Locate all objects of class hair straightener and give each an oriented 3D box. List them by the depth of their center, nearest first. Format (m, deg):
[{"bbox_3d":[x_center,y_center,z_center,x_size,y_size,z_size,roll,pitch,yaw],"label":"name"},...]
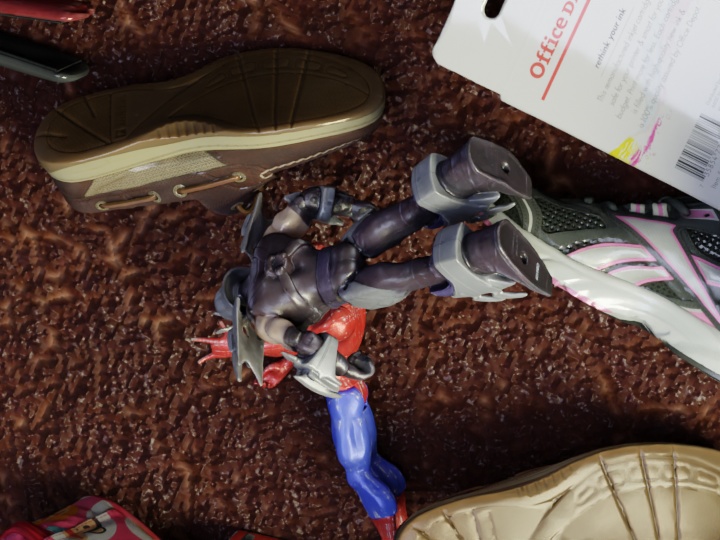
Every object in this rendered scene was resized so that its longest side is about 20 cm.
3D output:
[{"bbox_3d":[-0.248,-0.129,1.663,0.200,0.041,0.077,9,109,14],"label":"hair straightener"}]

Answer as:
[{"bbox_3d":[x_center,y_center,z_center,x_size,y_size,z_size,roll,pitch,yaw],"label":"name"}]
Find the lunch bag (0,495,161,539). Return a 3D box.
[{"bbox_3d":[-0.138,0.248,1.694,0.200,0.082,0.176,35,126,34],"label":"lunch bag"}]

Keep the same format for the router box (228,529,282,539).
[{"bbox_3d":[-0.008,0.269,1.710,0.179,0.049,0.200,12,110,13],"label":"router box"}]

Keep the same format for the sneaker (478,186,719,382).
[{"bbox_3d":[0.161,-0.008,1.570,0.200,0.080,0.086,30,91,7],"label":"sneaker"}]

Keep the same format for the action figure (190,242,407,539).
[{"bbox_3d":[-0.031,0.083,1.649,0.099,0.065,0.200,-7,105,10],"label":"action figure"}]

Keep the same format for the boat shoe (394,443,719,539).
[{"bbox_3d":[0.115,0.136,1.615,0.200,0.072,0.072,-14,96,-3],"label":"boat shoe"}]

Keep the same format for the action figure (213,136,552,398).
[{"bbox_3d":[0.000,0.000,1.555,0.200,0.069,0.130,-18,61,31],"label":"action figure"}]

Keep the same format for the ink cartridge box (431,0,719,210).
[{"bbox_3d":[0.153,-0.121,1.529,0.200,0.068,0.115,28,112,7],"label":"ink cartridge box"}]

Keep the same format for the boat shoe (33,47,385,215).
[{"bbox_3d":[-0.078,-0.069,1.625,0.200,0.072,0.072,-12,134,9],"label":"boat shoe"}]
